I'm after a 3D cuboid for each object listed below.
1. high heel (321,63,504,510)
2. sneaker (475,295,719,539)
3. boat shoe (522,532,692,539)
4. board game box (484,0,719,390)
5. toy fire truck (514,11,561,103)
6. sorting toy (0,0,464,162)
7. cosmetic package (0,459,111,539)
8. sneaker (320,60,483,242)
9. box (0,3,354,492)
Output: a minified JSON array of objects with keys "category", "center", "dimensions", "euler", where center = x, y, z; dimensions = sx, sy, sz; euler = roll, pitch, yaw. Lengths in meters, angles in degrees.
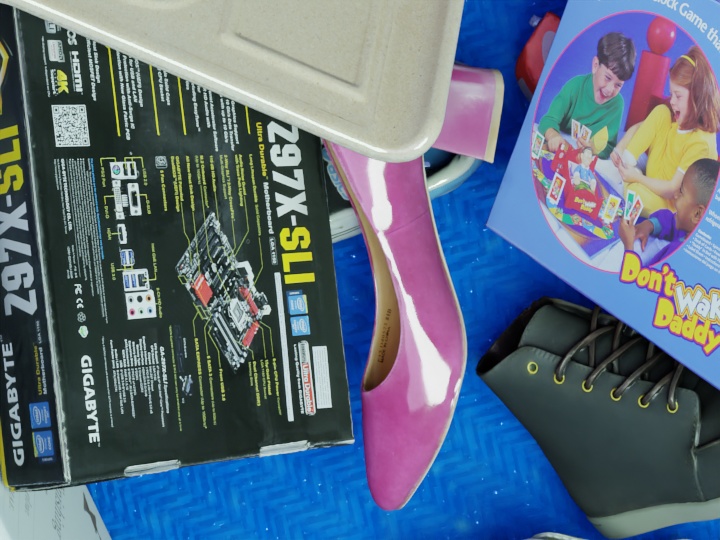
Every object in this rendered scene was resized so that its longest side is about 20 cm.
[{"category":"high heel","center":[0.000,0.000,0.936],"dimensions":[0.095,0.067,0.202],"euler":[9,98,-16]},{"category":"sneaker","center":[0.128,0.048,0.936],"dimensions":[0.106,0.200,0.075],"euler":[44,54,-8]},{"category":"boat shoe","center":[0.148,0.155,0.984],"dimensions":[0.199,0.072,0.062],"euler":[25,61,-19]},{"category":"board game box","center":[0.147,-0.034,0.863],"dimensions":[0.200,0.045,0.135],"euler":[38,116,43]},{"category":"toy fire truck","center":[0.115,-0.171,0.989],"dimensions":[0.141,0.049,0.201],"euler":[35,99,4]},{"category":"sorting toy","center":[-0.051,-0.147,0.900],"dimensions":[0.199,0.037,0.186],"euler":[19,57,-13]},{"category":"cosmetic package","center":[-0.200,0.153,0.960],"dimensions":[0.164,0.165,0.201],"euler":[-20,117,4]},{"category":"sneaker","center":[-0.028,-0.040,1.007],"dimensions":[0.199,0.072,0.072],"euler":[-28,92,10]},{"category":"box","center":[-0.084,-0.016,0.915],"dimensions":[0.049,0.159,0.202],"euler":[-9,87,44]}]
